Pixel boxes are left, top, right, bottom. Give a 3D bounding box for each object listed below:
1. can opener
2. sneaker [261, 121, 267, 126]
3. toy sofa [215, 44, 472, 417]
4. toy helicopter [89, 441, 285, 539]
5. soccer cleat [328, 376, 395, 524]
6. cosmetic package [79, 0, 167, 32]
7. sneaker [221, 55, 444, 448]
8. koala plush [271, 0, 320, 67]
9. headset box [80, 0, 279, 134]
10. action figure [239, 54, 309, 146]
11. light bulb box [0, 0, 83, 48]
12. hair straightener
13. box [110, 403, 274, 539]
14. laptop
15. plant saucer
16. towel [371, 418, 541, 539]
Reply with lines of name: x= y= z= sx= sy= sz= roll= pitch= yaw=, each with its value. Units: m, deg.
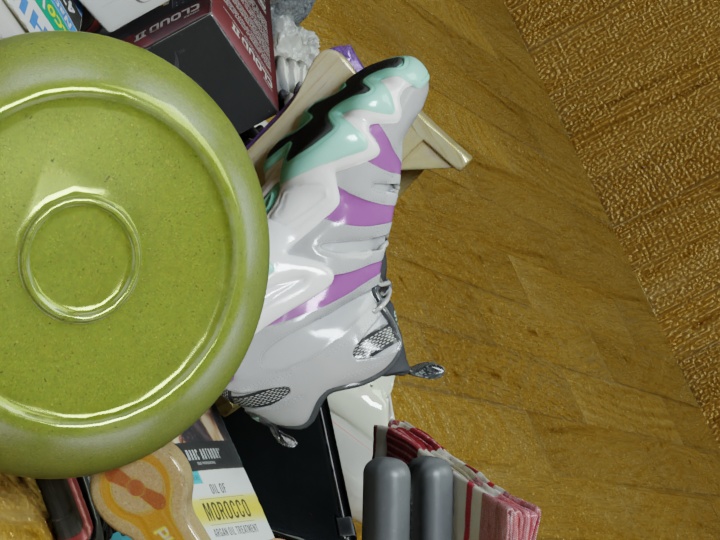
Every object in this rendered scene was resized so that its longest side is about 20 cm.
can opener: x=0.018 y=0.200 z=1.528 sx=0.066 sy=0.053 sz=0.200 roll=12 pitch=-79 yaw=62
sneaker: x=-0.044 y=-0.026 z=1.878 sx=0.200 sy=0.074 sz=0.116 roll=31 pitch=34 yaw=-49
toy sofa: x=-0.039 y=-0.024 z=1.504 sx=0.098 sy=0.200 sz=0.083 roll=43 pitch=4 yaw=1
toy helicopter: x=-0.055 y=0.162 z=1.286 sx=0.200 sy=0.132 sz=0.079 roll=61 pitch=17 yaw=-3
soccer cleat: x=-0.022 y=0.063 z=1.748 sx=0.200 sy=0.078 sz=0.069 roll=61 pitch=13 yaw=-5
cosmetic package: x=-0.130 y=-0.210 z=1.272 sx=0.200 sy=0.101 sz=0.071 roll=48 pitch=20 yaw=-46
sneaker: x=0.000 y=0.000 z=1.433 sx=0.140 sy=0.200 sz=0.078 roll=41 pitch=-5 yaw=-16
koala plush: x=-0.081 y=-0.233 z=2.021 sx=0.177 sy=0.184 sz=0.200 roll=54 pitch=-12 yaw=20
headset box: x=-0.127 y=-0.116 z=1.546 sx=0.075 sy=0.149 sz=0.200 roll=55 pitch=14 yaw=-29
action figure: x=-0.081 y=-0.069 z=1.612 sx=0.200 sy=0.119 sz=0.102 roll=115 pitch=-31 yaw=-72
light bulb box: x=-0.230 y=-0.170 z=1.307 sx=0.198 sy=0.125 sz=0.200 roll=57 pitch=13 yaw=-25
hair straightener: x=-0.139 y=0.076 z=1.347 sx=0.200 sy=0.041 sz=0.077 roll=64 pitch=13 yaw=6
box: x=-0.088 y=0.126 z=1.408 sx=0.200 sy=0.049 sz=0.082 roll=65 pitch=21 yaw=12
laptop: x=-0.069 y=0.119 z=1.591 sx=0.187 sy=0.116 sz=0.200 roll=-102 pitch=-173 yaw=-48
plant saucer: x=-0.127 y=-0.006 z=1.234 sx=0.200 sy=0.200 sz=0.031 roll=59 pitch=-18 yaw=-16
towel: x=0.047 y=0.174 z=1.560 sx=0.200 sy=0.023 sz=0.144 roll=-151 pitch=-117 yaw=-66
